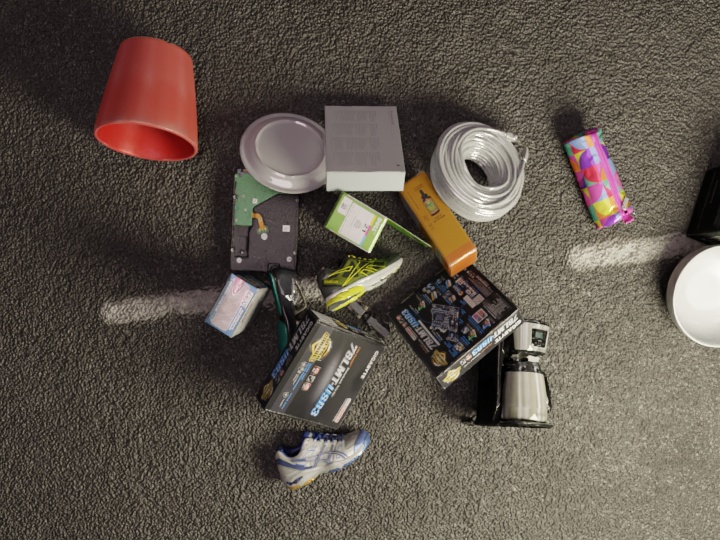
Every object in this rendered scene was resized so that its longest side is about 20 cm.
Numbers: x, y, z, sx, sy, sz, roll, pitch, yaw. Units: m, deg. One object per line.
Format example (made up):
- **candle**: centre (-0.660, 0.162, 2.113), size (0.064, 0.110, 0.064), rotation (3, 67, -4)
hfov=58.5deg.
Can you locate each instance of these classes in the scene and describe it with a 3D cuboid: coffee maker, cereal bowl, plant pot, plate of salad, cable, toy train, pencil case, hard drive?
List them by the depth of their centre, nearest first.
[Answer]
- **plant pot**: centre (-0.401, -0.328, 1.229), size (0.194, 0.201, 0.183), rotation (3, 81, -2)
- **coffee maker**: centre (0.278, 0.201, 1.256), size (0.188, 0.134, 0.206), rotation (-5, 73, 31)
- **cable**: centre (0.229, -0.197, 1.260), size (0.196, 0.069, 0.204), rotation (21, 63, -13)
- **plate of salad**: centre (-0.142, -0.229, 1.275), size (0.194, 0.048, 0.205), rotation (7, 58, -11)
- **cereal bowl**: centre (0.710, 0.046, 1.300), size (0.194, 0.083, 0.206), rotation (0, 97, 0)
- **pencil case**: centre (0.484, -0.186, 1.300), size (0.087, 0.088, 0.204), rotation (-25, 90, -2)
- **hard drive**: centre (-0.192, -0.099, 1.301), size (0.135, 0.038, 0.206), rotation (2, 90, -2)
- **toy train**: centre (-0.016, 0.064, 1.303), size (0.199, 0.046, 0.034), rotation (42, 93, -2)

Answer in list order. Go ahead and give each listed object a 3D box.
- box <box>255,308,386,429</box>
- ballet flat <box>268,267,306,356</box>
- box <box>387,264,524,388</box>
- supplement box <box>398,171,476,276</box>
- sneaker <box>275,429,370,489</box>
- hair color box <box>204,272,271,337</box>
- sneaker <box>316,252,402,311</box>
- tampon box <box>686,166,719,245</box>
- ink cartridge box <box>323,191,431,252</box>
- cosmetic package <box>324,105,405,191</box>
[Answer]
- **box**: centre (-0.071, 0.194, 1.232), size (0.196, 0.050, 0.203), rotation (27, 98, -40)
- **ballet flat**: centre (-0.137, 0.092, 1.283), size (0.071, 0.073, 0.206), rotation (-7, 102, -2)
- **box**: centre (0.178, 0.091, 1.237), size (0.197, 0.200, 0.050), rotation (-40, 132, -1)
- **supplement box**: centre (0.150, -0.093, 1.265), size (0.066, 0.069, 0.203), rotation (-30, 70, -1)
- **sneaker**: centre (-0.078, 0.356, 1.282), size (0.196, 0.075, 0.090), rotation (-26, 95, -2)
- **hair color box**: centre (-0.227, 0.061, 1.218), size (0.060, 0.200, 0.102), rotation (29, 89, -1)
- **sneaker**: centre (0.000, 0.000, 1.263), size (0.197, 0.075, 0.086), rotation (-28, 80, -32)
- **tampon box**: centre (0.796, -0.110, 1.287), size (0.195, 0.126, 0.154), rotation (19, 89, -2)
- **ink cartridge box**: centre (0.032, -0.067, 1.252), size (0.197, 0.148, 0.077), rotation (31, 91, -1)
- **cosmetic package**: centre (0.004, -0.239, 1.243), size (0.146, 0.052, 0.204), rotation (-2, 50, -2)
